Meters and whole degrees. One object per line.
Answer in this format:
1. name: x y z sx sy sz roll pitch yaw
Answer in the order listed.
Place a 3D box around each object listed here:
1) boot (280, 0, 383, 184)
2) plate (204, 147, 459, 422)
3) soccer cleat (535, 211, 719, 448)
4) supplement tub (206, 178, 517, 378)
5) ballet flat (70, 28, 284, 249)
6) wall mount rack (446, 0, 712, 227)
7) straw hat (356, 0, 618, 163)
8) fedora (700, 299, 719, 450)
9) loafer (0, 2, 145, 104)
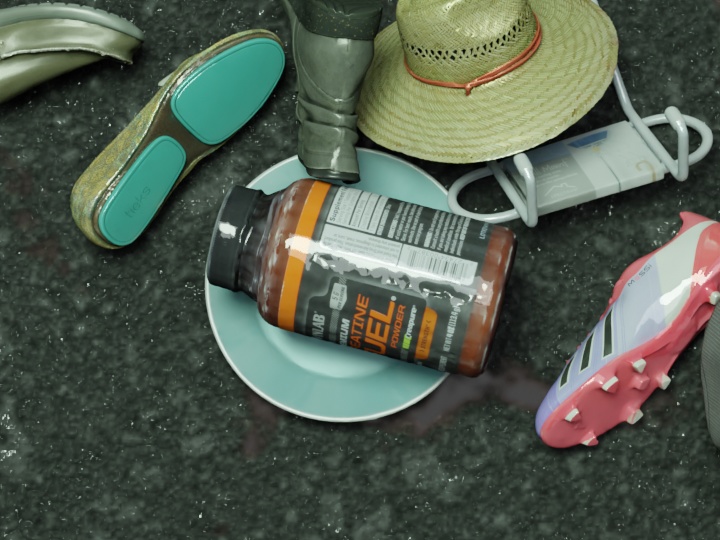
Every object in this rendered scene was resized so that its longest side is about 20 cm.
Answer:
1. boot: -0.031 -0.140 1.187 0.067 0.200 0.131 4 110 -10
2. plate: -0.012 0.010 1.203 0.199 0.026 0.201 0 78 2
3. soccer cleat: 0.191 0.042 1.178 0.200 0.067 0.076 -44 48 -2
4. supplement tub: 0.000 0.000 1.138 0.199 0.107 0.108 14 78 5
5. ballet flat: -0.138 -0.103 1.216 0.071 0.071 0.200 38 80 9
6. wall mount rack: 0.145 -0.112 1.202 0.199 0.075 0.174 -17 41 -8
7. straw hat: 0.073 -0.169 1.164 0.200 0.085 0.202 -11 45 11
8. fedora: 0.289 0.068 1.130 0.176 0.090 0.201 18 83 -36
9. loafer: -0.255 -0.154 1.231 0.199 0.075 0.070 -2 88 6
